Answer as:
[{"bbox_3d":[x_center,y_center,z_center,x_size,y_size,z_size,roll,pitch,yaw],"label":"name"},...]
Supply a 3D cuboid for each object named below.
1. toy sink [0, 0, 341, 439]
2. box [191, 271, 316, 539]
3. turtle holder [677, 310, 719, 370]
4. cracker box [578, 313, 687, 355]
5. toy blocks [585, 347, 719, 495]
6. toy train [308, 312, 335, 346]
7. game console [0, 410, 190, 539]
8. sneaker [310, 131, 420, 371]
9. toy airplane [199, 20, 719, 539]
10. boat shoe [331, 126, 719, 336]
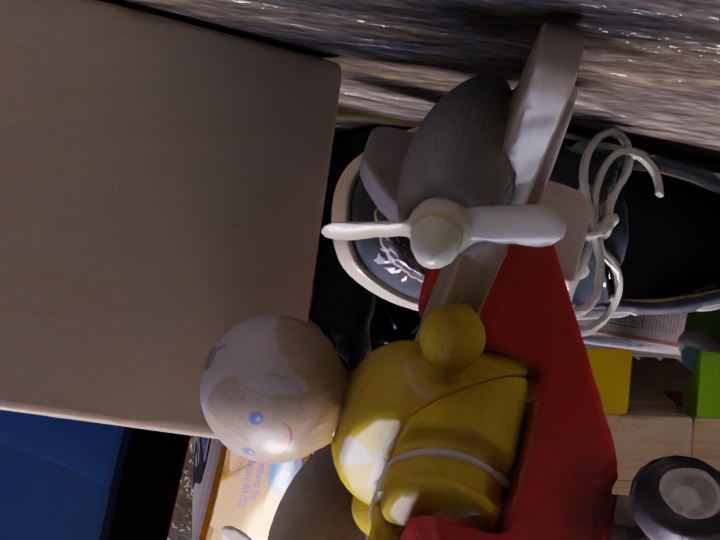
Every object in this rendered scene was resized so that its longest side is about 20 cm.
[{"bbox_3d":[-0.122,-0.021,0.912,0.200,0.130,0.112,10,176,-41],"label":"toy sink"},{"bbox_3d":[-0.046,0.040,1.259,0.041,0.119,0.200,10,-146,-7],"label":"box"},{"bbox_3d":[0.219,0.049,1.262,0.141,0.132,0.185,10,176,-31],"label":"turtle holder"},{"bbox_3d":[0.081,0.002,1.387,0.200,0.058,0.134,11,176,-40],"label":"cracker box"},{"bbox_3d":[0.114,0.069,1.141,0.200,0.100,0.137,3,-171,-8],"label":"toy blocks"},{"bbox_3d":[-0.082,-0.017,1.054,0.034,0.046,0.200,-38,116,26],"label":"toy train"},{"bbox_3d":[-0.134,0.036,1.089,0.200,0.119,0.172,21,128,-25],"label":"game console"},{"bbox_3d":[0.003,0.000,1.168,0.060,0.104,0.200,8,176,-11],"label":"sneaker"},{"bbox_3d":[0.019,0.026,0.870,0.141,0.200,0.199,3,-178,-16],"label":"toy airplane"},{"bbox_3d":[0.080,-0.013,1.034,0.200,0.075,0.062,9,178,-38],"label":"boat shoe"}]
